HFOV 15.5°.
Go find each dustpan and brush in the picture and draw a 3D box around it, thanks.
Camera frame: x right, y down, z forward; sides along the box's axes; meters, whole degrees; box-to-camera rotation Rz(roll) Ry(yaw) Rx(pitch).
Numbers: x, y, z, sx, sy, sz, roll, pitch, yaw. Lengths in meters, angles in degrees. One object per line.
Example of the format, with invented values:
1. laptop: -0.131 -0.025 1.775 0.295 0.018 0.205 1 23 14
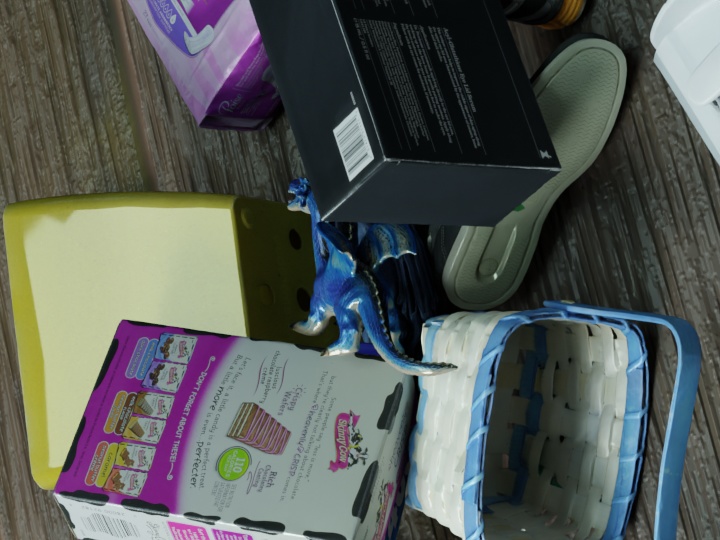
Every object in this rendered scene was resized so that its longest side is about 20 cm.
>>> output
1. dustpan and brush: 0.241 -0.146 1.540 0.200 0.057 0.140 -50 54 34

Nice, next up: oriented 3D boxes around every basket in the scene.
1. basket: 0.124 0.099 1.598 0.200 0.139 0.177 20 104 55

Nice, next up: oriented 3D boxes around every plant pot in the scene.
1. plant pot: -0.108 0.038 1.831 0.176 0.200 0.201 -16 76 34

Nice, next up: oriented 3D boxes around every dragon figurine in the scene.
1. dragon figurine: 0.000 0.000 1.644 0.200 0.059 0.100 -143 56 -64

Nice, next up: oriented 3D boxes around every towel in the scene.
1. towel: 0.009 -0.037 1.779 0.112 0.048 0.201 102 155 -67

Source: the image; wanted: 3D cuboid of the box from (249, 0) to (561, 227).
1. box: 0.021 -0.131 1.609 0.079 0.141 0.201 -43 57 45

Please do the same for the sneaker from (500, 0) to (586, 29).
1. sneaker: 0.059 -0.201 1.733 0.200 0.077 0.079 10 98 49

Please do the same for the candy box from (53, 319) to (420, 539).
1. candy box: -0.074 0.113 1.657 0.199 0.061 0.137 8 57 19

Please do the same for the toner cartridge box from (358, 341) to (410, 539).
1. toner cartridge box: -0.005 0.154 1.709 0.043 0.095 0.200 4 57 17

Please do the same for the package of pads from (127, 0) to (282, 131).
1. package of pads: -0.106 -0.210 1.915 0.121 0.076 0.200 -54 52 33

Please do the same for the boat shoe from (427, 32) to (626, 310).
1. boat shoe: 0.101 -0.072 1.686 0.200 0.072 0.068 -61 28 25
